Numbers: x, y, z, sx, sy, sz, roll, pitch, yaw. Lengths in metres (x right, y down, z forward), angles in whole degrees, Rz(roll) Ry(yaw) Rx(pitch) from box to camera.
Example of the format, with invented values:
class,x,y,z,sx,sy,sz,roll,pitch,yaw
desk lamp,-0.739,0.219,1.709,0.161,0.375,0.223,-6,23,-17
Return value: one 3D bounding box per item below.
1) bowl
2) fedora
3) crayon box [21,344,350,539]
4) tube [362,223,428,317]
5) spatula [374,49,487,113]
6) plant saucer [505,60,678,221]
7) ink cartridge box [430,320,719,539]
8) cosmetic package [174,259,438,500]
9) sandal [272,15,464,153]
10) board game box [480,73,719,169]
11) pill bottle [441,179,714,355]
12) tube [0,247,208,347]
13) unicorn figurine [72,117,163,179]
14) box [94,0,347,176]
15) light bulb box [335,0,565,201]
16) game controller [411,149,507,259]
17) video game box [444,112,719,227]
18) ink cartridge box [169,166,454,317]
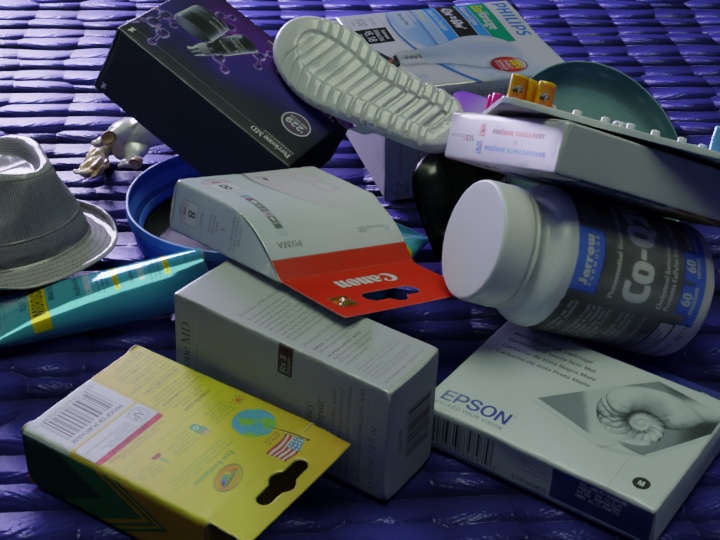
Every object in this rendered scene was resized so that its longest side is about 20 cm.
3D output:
class,x,y,z,sx,sy,sz,roll,pitch,yaw
bowl,-0.119,-0.053,1.233,0.199,0.040,0.201,2,32,-1
fedora,-0.317,-0.062,1.159,0.199,0.091,0.176,18,34,40
crayon box,-0.122,0.135,0.929,0.199,0.051,0.127,21,37,27
tube,0.000,0.000,1.144,0.077,0.051,0.200,27,31,4
spatula,0.046,-0.178,1.234,0.199,0.021,0.057,33,59,19
plant saucer,0.216,-0.098,1.234,0.199,0.201,0.027,-15,-7,-26
ink cartridge box,0.177,0.103,1.008,0.199,0.041,0.200,21,37,27
cosmetic package,-0.043,0.078,0.978,0.199,0.102,0.074,20,35,28
sandal,0.003,-0.160,1.207,0.202,0.050,0.083,34,73,16
board game box,0.203,-0.116,1.071,0.199,0.026,0.200,14,3,-1
pill bottle,0.172,-0.004,1.050,0.199,0.114,0.114,13,27,-26
tube,-0.225,0.026,1.103,0.199,0.051,0.077,-13,24,-13
unicorn figurine,-0.189,-0.147,1.329,0.199,0.074,0.137,-9,10,-1
box,-0.122,-0.161,1.224,0.200,0.079,0.141,39,43,5
light bulb box,0.093,-0.181,1.369,0.199,0.125,0.199,-9,34,-14
game controller,0.125,-0.093,1.236,0.200,0.105,0.042,-37,19,-35
video game box,0.195,-0.081,1.070,0.199,0.047,0.182,14,5,-24
ink cartridge box,-0.028,-0.029,1.052,0.199,0.057,0.162,21,20,38
